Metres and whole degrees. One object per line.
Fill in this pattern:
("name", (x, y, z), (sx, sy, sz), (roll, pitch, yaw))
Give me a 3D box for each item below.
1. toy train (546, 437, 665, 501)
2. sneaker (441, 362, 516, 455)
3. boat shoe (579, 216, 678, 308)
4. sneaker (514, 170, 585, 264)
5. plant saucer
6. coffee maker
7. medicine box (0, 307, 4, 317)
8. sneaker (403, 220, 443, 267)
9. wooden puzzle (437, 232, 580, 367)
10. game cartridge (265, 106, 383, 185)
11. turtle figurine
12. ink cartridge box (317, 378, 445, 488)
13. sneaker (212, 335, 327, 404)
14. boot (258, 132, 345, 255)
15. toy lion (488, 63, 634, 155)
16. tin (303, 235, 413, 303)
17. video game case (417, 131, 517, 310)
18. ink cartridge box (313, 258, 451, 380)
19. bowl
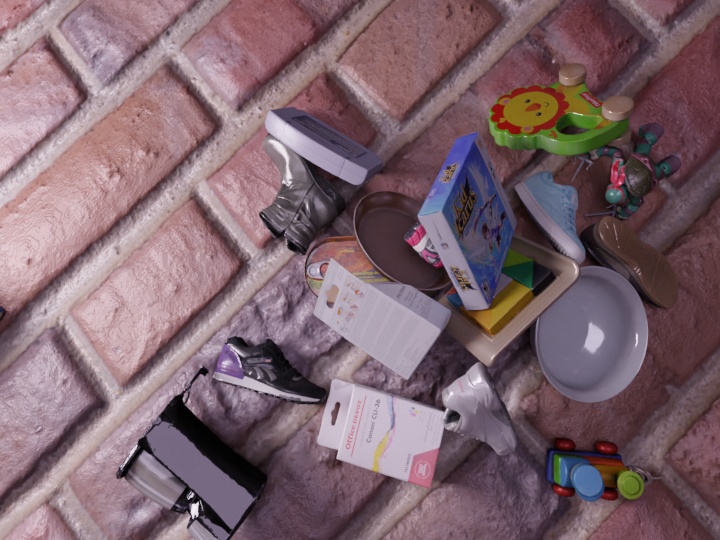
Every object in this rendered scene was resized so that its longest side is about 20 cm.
("toy train", (0.398, 0.316, 0.798), (0.192, 0.116, 0.088), (4, 82, 3))
("sneaker", (0.178, 0.226, 0.809), (0.097, 0.079, 0.203), (-24, 124, 11))
("boat shoe", (0.448, -0.011, 0.871), (0.198, 0.065, 0.073), (38, 75, -12))
("sneaker", (0.317, -0.097, 0.833), (0.081, 0.074, 0.204), (-35, 43, 18))
("plant saucer", (0.072, -0.045, 0.859), (0.194, 0.032, 0.205), (16, 47, -18))
("coffee maker", (-0.240, 0.299, 0.807), (0.198, 0.135, 0.194), (38, 99, 0))
("medicine box", (-0.758, 0.090, 0.882), (0.197, 0.103, 0.185), (32, 84, 6))
("sneaker", (0.144, -0.081, 0.859), (0.075, 0.080, 0.200), (45, 52, -3))
("wooden puzzle", (0.217, 0.032, 0.822), (0.200, 0.185, 0.037), (-46, 119, -2))
("game cartridge", (-0.061, -0.213, 0.887), (0.196, 0.133, 0.042), (32, 120, 6))
("turtle figurine", (0.443, -0.154, 0.864), (0.197, 0.100, 0.153), (-34, 113, -20))
("ink cartridge box", (0.031, 0.258, 0.845), (0.193, 0.068, 0.121), (15, 82, 4))
("sneaker", (-0.144, 0.162, 0.865), (0.193, 0.076, 0.091), (14, 76, 4))
("boot", (-0.129, -0.134, 0.894), (0.200, 0.068, 0.130), (45, 71, 5))
("toy lion", (0.318, -0.255, 0.872), (0.187, 0.070, 0.203), (-25, 46, 0))
("tin", (0.000, 0.000, 0.899), (0.192, 0.042, 0.117), (-2, 78, 1))
("video game case", (0.174, -0.078, 0.805), (0.183, 0.044, 0.203), (55, 46, -29))
("ink cartridge box", (0.027, 0.070, 0.829), (0.197, 0.162, 0.048), (33, 51, 8))
("bowl", (0.347, 0.098, 0.835), (0.193, 0.090, 0.210), (0, 89, -10))
